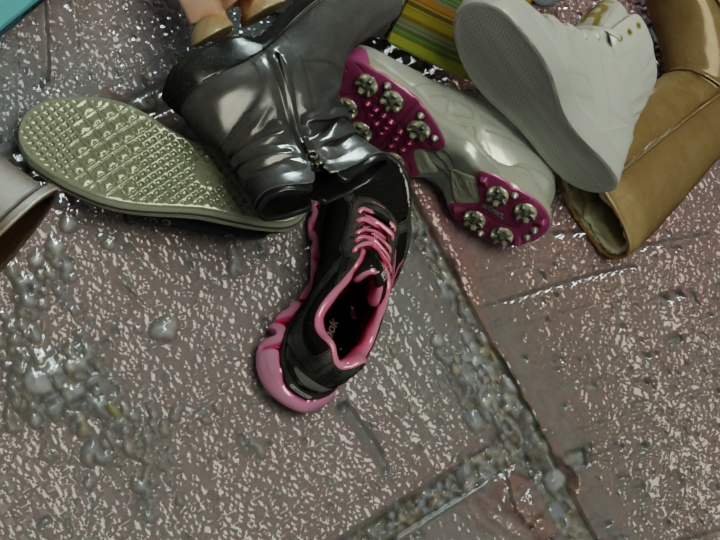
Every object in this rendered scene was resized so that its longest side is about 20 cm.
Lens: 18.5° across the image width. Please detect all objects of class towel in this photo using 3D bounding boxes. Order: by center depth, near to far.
[{"bbox_3d":[0.098,-0.231,1.548,0.086,0.018,0.200,22,106,-24],"label":"towel"}]

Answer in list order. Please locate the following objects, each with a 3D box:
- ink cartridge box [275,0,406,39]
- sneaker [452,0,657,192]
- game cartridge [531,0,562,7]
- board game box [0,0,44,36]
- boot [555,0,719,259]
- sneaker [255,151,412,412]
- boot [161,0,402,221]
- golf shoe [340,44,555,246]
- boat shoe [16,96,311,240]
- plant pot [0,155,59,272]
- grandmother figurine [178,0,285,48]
[{"bbox_3d":[0.001,-0.236,1.595,0.199,0.067,0.118,12,71,-24],"label":"ink cartridge box"},{"bbox_3d":[0.142,-0.160,1.568,0.200,0.074,0.116,49,57,-41],"label":"sneaker"},{"bbox_3d":[0.184,-0.270,1.639,0.200,0.133,0.041,-39,111,-1],"label":"game cartridge"},{"bbox_3d":[-0.243,-0.253,1.482,0.151,0.047,0.200,49,59,-7],"label":"board game box"},{"bbox_3d":[0.217,-0.132,1.683,0.200,0.066,0.175,-37,94,-30],"label":"boot"},{"bbox_3d":[0.000,0.000,1.510,0.079,0.095,0.201,27,63,-17],"label":"sneaker"},{"bbox_3d":[-0.022,-0.112,1.478,0.200,0.070,0.132,-32,70,-26],"label":"boot"},{"bbox_3d":[0.061,-0.103,1.595,0.200,0.075,0.092,39,49,-18],"label":"golf shoe"},{"bbox_3d":[-0.133,-0.063,1.479,0.199,0.062,0.075,13,72,-12],"label":"boat shoe"},{"bbox_3d":[-0.318,-0.038,1.306,0.198,0.200,0.200,42,60,-2],"label":"plant pot"},{"bbox_3d":[-0.121,-0.255,1.485,0.121,0.061,0.200,-28,90,-25],"label":"grandmother figurine"}]
